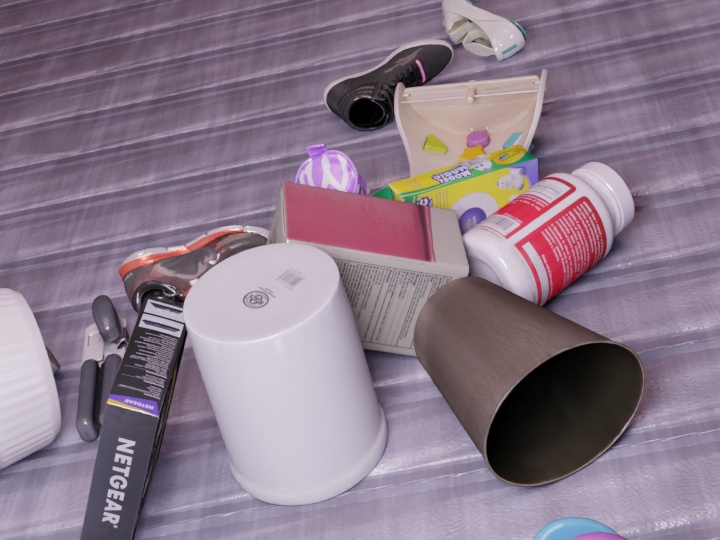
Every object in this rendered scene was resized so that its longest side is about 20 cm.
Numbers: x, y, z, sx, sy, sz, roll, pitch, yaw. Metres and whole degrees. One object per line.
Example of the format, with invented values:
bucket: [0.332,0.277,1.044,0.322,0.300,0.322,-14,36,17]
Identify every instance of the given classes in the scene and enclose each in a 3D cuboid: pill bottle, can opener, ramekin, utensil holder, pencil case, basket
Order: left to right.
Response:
ramekin: [-0.389,0.113,1.471,0.093,0.205,0.202,-16,32,-22]
can opener: [-0.296,0.104,1.551,0.053,0.067,0.201,-14,34,2]
utensil holder: [-0.075,0.100,1.351,0.168,0.202,0.171,-11,34,8]
pencil case: [-0.016,-0.068,1.575,0.083,0.200,0.087,-8,70,10]
basket: [0.144,0.095,1.338,0.179,0.137,0.200,-25,31,-18]
pill bottle: [0.205,-0.036,1.512,0.199,0.113,0.112,-34,38,-26]

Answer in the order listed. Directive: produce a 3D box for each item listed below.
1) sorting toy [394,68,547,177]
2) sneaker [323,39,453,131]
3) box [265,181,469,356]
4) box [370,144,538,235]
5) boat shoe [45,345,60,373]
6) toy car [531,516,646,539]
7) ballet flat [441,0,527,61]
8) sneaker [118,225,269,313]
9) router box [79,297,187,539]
sorting toy: [0.138,-0.154,1.730,0.197,0.108,0.181,-3,43,17]
sneaker: [0.051,-0.254,1.929,0.198,0.071,0.100,-24,36,-2]
box: [0.000,0.000,1.457,0.197,0.129,0.110,9,37,-13]
box: [0.108,-0.060,1.559,0.198,0.119,0.048,-17,33,-16]
boat shoe: [-0.425,0.090,1.635,0.072,0.070,0.200,-46,42,-12]
toy car: [0.185,0.271,1.048,0.173,0.151,0.201,-19,34,-5]
ballet flat: [0.166,-0.360,2.043,0.069,0.070,0.200,-29,37,-20]
sneaker: [-0.191,0.008,1.665,0.197,0.077,0.083,-16,61,1]
router box: [-0.218,0.154,1.333,0.052,0.202,0.158,15,35,-4]
